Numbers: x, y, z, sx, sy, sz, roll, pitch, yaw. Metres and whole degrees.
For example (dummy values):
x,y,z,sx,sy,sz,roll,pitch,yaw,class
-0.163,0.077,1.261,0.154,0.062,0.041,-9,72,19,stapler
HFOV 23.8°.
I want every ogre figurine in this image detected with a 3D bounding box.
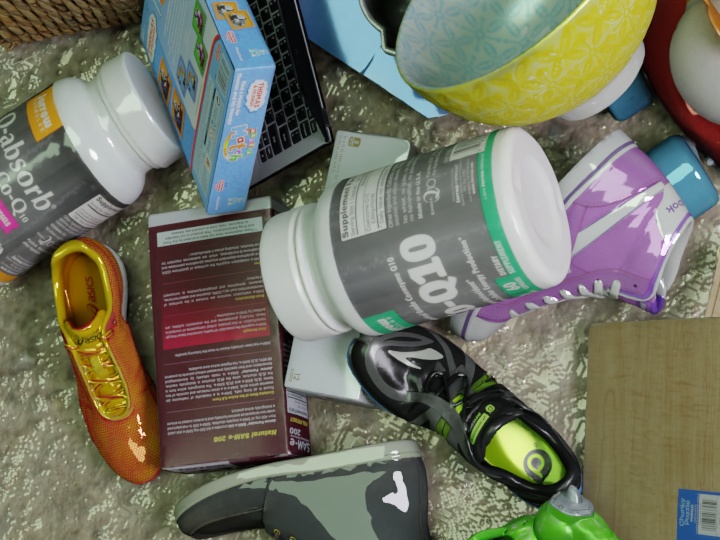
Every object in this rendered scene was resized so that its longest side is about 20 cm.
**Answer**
x,y,z,sx,sy,sz,roll,pitch,yaw,class
0.129,0.228,1.195,0.097,0.200,0.121,-19,76,-31,ogre figurine

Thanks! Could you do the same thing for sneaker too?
x,y,z,sx,sy,sz,roll,pitch,yaw,class
-0.206,0.074,1.351,0.072,0.077,0.202,-20,85,11,sneaker
0.081,0.100,1.236,0.199,0.083,0.071,36,80,3,sneaker
0.155,0.008,1.239,0.114,0.072,0.201,49,119,11,sneaker
-0.042,0.199,1.280,0.198,0.075,0.107,-15,74,13,sneaker

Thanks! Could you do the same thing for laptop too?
x,y,z,sx,sy,sz,roll,pitch,yaw,class
-0.097,-0.178,1.308,0.199,0.115,0.189,-26,71,38,laptop

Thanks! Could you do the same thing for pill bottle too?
x,y,z,sx,sy,sz,roll,pitch,yaw,class
0.037,-0.020,1.195,0.198,0.113,0.114,-17,75,26,pill bottle
-0.244,-0.083,1.373,0.199,0.116,0.117,-32,73,10,pill bottle

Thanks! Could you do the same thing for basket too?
x,y,z,sx,sy,sz,roll,pitch,yaw,class
-0.267,-0.279,1.369,0.147,0.200,0.144,-8,79,16,basket

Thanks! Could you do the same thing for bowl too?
x,y,z,sx,sy,sz,roll,pitch,yaw,class
0.132,-0.166,1.161,0.199,0.108,0.201,-33,33,24,bowl

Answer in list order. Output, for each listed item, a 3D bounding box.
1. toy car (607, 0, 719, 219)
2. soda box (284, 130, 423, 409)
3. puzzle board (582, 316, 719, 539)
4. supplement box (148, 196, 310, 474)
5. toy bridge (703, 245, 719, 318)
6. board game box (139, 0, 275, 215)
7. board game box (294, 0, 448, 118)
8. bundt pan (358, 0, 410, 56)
x,y,z,sx,sy,sz,roll,pitch,yaw,class
0.255,-0.157,1.188,0.183,0.200,0.178,-32,73,9,toy car
0.000,0.000,1.307,0.063,0.068,0.202,9,83,19,soda box
0.209,0.135,1.196,0.150,0.017,0.202,-6,80,58,puzzle board
-0.102,0.052,1.333,0.108,0.061,0.202,-7,77,16,supplement box
0.249,0.080,1.218,0.027,0.067,0.202,10,83,18,toy bridge
-0.122,-0.169,1.310,0.036,0.152,0.201,-9,53,-22,board game box
0.047,-0.217,1.349,0.199,0.039,0.159,34,90,12,board game box
0.098,-0.221,1.279,0.199,0.076,0.204,-1,82,9,bundt pan
